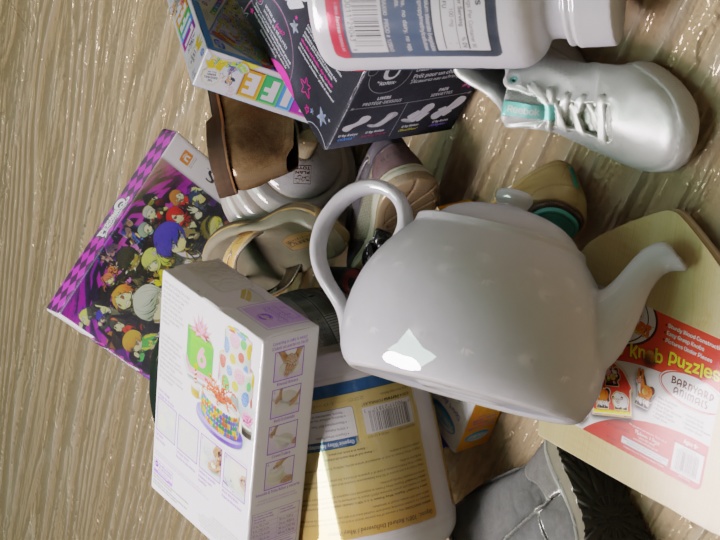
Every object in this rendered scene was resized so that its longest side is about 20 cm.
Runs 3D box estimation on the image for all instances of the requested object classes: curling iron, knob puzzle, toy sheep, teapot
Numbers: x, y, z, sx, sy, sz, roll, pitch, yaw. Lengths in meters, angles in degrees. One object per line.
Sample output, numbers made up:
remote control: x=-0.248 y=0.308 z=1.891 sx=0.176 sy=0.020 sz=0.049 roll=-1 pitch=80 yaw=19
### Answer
curling iron: x=0.000 y=0.000 z=1.268 sx=0.200 sy=0.025 sz=0.050 roll=163 pitch=123 yaw=-76
knob puzzle: x=0.208 y=0.054 z=1.087 sx=0.219 sy=0.030 sz=0.222 roll=14 pitch=108 yaw=48
toy sheep: x=-0.064 y=-0.085 z=1.403 sx=0.200 sy=0.137 sz=0.139 roll=112 pitch=138 yaw=-70
teapot: x=0.083 y=0.014 z=1.079 sx=0.197 sy=0.198 sz=0.147 roll=-1 pitch=73 yaw=68

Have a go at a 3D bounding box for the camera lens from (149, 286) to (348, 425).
camera lens: x=-0.081 y=0.106 z=1.435 sx=0.160 sy=0.199 sz=0.162 roll=30 pitch=126 yaw=51

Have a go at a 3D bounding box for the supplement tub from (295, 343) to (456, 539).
supplement tub: x=-0.001 y=0.162 z=1.296 sx=0.144 sy=0.144 sz=0.202 roll=-11 pitch=90 yaw=60

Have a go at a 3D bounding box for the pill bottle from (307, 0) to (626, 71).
pill bottle: x=0.074 y=-0.194 z=1.053 sx=0.198 sy=0.120 sz=0.121 roll=2 pitch=108 yaw=16

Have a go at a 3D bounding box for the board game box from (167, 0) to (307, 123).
board game box: x=-0.088 y=-0.192 z=1.329 sx=0.034 sy=0.133 sz=0.200 roll=-63 pitch=25 yaw=24

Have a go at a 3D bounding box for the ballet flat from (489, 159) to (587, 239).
ballet flat: x=0.093 y=-0.016 z=1.188 sx=0.199 sy=0.068 sz=0.063 roll=-32 pitch=37 yaw=35

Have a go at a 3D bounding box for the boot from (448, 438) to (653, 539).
boot: x=0.143 y=0.227 z=1.231 sx=0.200 sy=0.072 sz=0.183 roll=-49 pitch=46 yaw=47

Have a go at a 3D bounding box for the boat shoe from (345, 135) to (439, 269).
boat shoe: x=0.022 y=-0.044 z=1.316 sx=0.200 sy=0.071 sz=0.065 roll=100 pitch=156 yaw=-62

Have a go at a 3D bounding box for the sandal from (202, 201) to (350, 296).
sandal: x=-0.081 y=-0.006 z=1.355 sx=0.199 sy=0.080 sz=0.054 roll=-21 pitch=41 yaw=54

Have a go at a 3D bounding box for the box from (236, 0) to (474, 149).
box: x=-0.001 y=-0.213 z=1.237 sx=0.201 sy=0.131 sz=0.115 roll=60 pitch=143 yaw=25

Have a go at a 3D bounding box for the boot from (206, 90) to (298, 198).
boot: x=-0.092 y=-0.139 z=1.337 sx=0.201 sy=0.075 sz=0.074 roll=-101 pitch=-3 yaw=-46

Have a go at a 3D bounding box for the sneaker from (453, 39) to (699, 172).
sneaker: x=0.141 y=-0.112 z=1.078 sx=0.200 sy=0.088 sz=0.076 roll=33 pitch=128 yaw=50

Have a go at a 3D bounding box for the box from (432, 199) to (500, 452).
box: x=0.081 y=0.055 z=1.300 sx=0.119 sy=0.041 sz=0.201 roll=55 pitch=146 yaw=32

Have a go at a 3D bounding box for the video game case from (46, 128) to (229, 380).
video game case: x=-0.168 y=0.001 z=1.475 sx=0.036 sy=0.181 sz=0.201 roll=17 pitch=71 yaw=55

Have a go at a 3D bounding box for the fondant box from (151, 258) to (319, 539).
fondant box: x=-0.103 y=0.111 z=1.249 sx=0.144 sy=0.058 sz=0.202 roll=31 pitch=124 yaw=45
